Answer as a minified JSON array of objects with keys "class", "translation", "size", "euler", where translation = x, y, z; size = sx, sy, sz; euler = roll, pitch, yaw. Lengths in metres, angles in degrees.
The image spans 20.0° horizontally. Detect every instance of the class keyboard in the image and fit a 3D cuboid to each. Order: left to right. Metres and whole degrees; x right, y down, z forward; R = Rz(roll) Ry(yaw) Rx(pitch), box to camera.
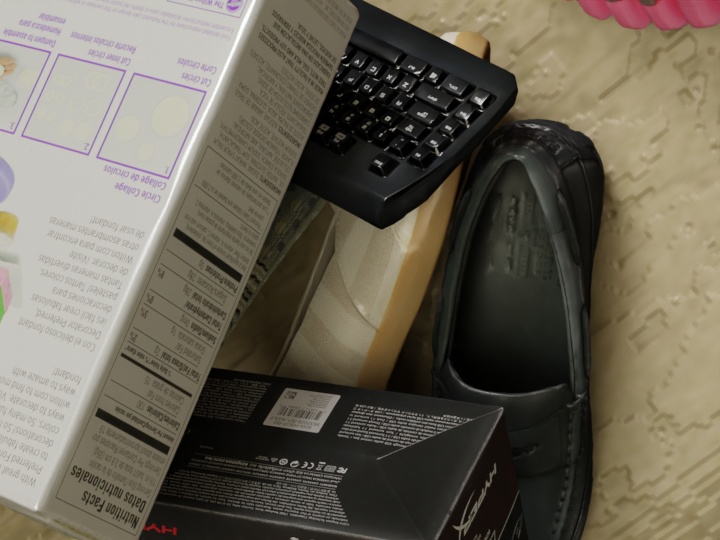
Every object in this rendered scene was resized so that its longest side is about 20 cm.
[{"class":"keyboard","translation":[-0.046,-0.078,0.752],"size":[0.199,0.040,0.104],"euler":[28,68,36]}]

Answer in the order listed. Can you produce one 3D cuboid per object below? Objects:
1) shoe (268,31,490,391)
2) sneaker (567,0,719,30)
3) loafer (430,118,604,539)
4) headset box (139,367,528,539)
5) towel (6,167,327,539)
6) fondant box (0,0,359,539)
[{"class":"shoe","translation":[0.000,0.000,0.786],"size":[0.053,0.070,0.202],"euler":[19,108,1]},{"class":"sneaker","translation":[0.135,-0.137,0.725],"size":[0.198,0.079,0.096],"euler":[14,70,27]},{"class":"loafer","translation":[0.054,0.044,0.774],"size":[0.067,0.070,0.203],"euler":[9,104,19]},{"class":"headset box","translation":[-0.009,0.140,0.773],"size":[0.147,0.075,0.201],"euler":[7,130,25]},{"class":"towel","translation":[-0.114,-0.006,0.774],"size":[0.191,0.035,0.201],"euler":[22,65,33]},{"class":"fondant box","translation":[-0.105,-0.024,0.694],"size":[0.143,0.058,0.202],"euler":[16,77,33]}]
